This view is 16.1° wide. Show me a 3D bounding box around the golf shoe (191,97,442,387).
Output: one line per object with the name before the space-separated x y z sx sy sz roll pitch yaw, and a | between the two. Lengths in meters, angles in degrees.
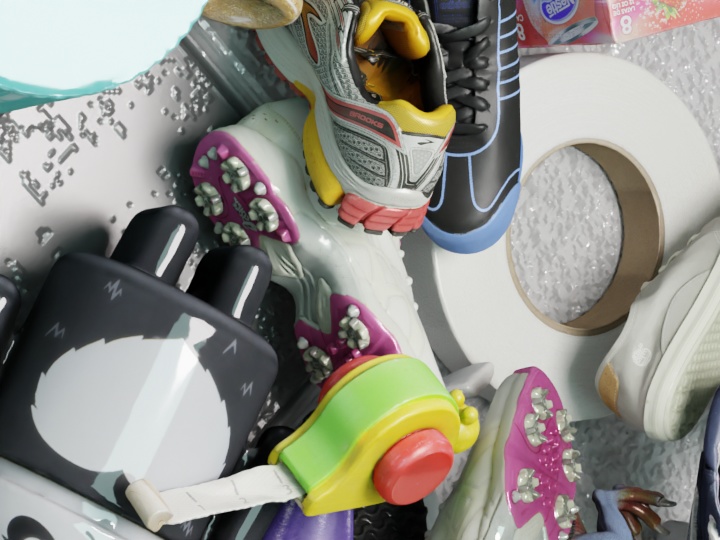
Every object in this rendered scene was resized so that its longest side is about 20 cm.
golf shoe | 0.000 0.000 1.295 0.091 0.075 0.201 -39 102 -37

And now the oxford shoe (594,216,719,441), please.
oxford shoe | 0.186 0.010 1.389 0.200 0.057 0.076 -53 144 -33

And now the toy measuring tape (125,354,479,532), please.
toy measuring tape | -0.016 0.077 1.187 0.199 0.073 0.074 -6 96 -41

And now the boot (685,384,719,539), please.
boot | 0.196 0.150 1.330 0.072 0.090 0.202 1 84 14

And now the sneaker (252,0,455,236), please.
sneaker | 0.004 -0.114 1.261 0.077 0.082 0.201 2 47 -30

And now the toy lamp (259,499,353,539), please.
toy lamp | -0.044 0.200 1.246 0.058 0.058 0.202 19 79 -30

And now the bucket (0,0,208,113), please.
bucket | -0.167 -0.167 1.169 0.206 0.134 0.209 -2 93 -32

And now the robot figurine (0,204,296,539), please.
robot figurine | -0.115 0.070 1.216 0.201 0.149 0.125 -64 156 -9

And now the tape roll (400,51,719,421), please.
tape roll | 0.114 -0.018 1.400 0.201 0.037 0.205 -2 93 -31

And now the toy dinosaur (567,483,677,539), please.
toy dinosaur | 0.094 0.185 1.307 0.200 0.105 0.181 46 39 6

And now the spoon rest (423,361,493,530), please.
spoon rest | 0.062 0.151 1.363 0.099 0.060 0.202 -35 114 -62

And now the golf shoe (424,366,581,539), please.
golf shoe | 0.054 0.137 1.262 0.075 0.091 0.201 50 42 -42

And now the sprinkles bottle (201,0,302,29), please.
sprinkles bottle | -0.041 -0.222 1.259 0.068 0.068 0.202 21 71 -30

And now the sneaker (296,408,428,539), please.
sneaker | 0.000 0.173 1.327 0.070 0.090 0.201 -13 73 -36

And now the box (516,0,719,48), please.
box | 0.178 -0.188 1.392 0.199 0.102 0.095 -17 102 -30

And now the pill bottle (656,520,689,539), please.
pill bottle | 0.204 0.248 1.424 0.114 0.114 0.202 13 87 -30

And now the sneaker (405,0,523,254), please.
sneaker | 0.048 -0.113 1.310 0.070 0.078 0.202 -3 78 9
